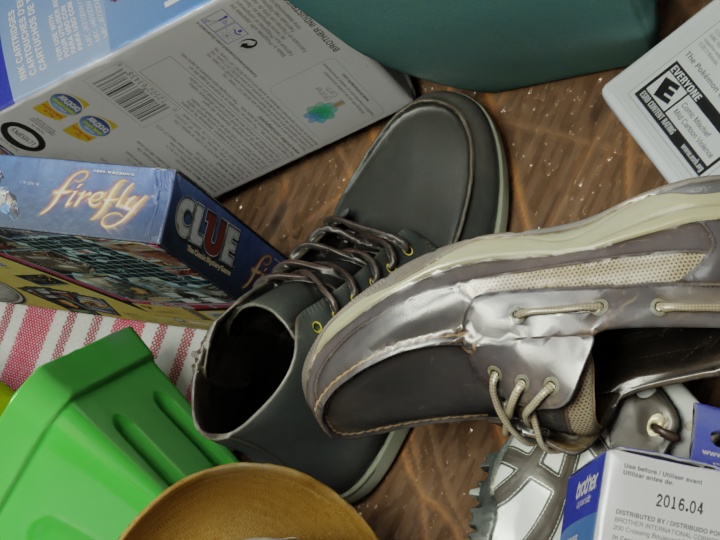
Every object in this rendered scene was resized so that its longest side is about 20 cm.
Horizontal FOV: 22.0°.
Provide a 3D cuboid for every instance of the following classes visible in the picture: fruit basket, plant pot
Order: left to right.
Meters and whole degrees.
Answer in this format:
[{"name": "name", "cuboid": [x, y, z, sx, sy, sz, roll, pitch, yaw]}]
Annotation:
[{"name": "fruit basket", "cuboid": [-0.174, 0.107, 0.823, 0.215, 0.155, 0.217, 2, 98, 13]}, {"name": "plant pot", "cuboid": [0.056, -0.163, 0.794, 0.141, 0.200, 0.142, -10, 67, 25]}]

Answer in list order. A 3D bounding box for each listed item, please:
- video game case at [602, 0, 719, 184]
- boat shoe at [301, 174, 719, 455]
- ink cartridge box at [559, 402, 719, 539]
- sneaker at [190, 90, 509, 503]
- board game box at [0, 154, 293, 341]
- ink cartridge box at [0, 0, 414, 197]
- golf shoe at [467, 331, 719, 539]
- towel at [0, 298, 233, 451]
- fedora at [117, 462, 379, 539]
[{"name": "video game case", "cuboid": [0.221, -0.059, 0.741, 0.182, 0.022, 0.200, -38, 57, 10]}, {"name": "boat shoe", "cuboid": [0.072, 0.028, 0.709, 0.199, 0.075, 0.074, -21, 53, 11]}, {"name": "ink cartridge box", "cuboid": [0.136, 0.147, 0.674, 0.136, 0.076, 0.201, 13, 76, -4]}, {"name": "sneaker", "cuboid": [0.000, 0.000, 0.816, 0.075, 0.106, 0.201, 14, 78, 31]}, {"name": "board game box", "cuboid": [-0.140, -0.014, 0.849, 0.199, 0.135, 0.035, 7, 74, 26]}, {"name": "ink cartridge box", "cuboid": [-0.096, -0.096, 0.876, 0.199, 0.136, 0.077, -26, 58, 16]}, {"name": "golf shoe", "cuboid": [0.098, 0.085, 0.751, 0.094, 0.078, 0.201, -4, 70, 26]}, {"name": "towel", "cuboid": [-0.140, 0.059, 0.917, 0.199, 0.030, 0.147, 14, 79, 28]}, {"name": "fedora", "cuboid": [-0.015, 0.168, 0.705, 0.082, 0.200, 0.201, -20, 60, 45]}]
